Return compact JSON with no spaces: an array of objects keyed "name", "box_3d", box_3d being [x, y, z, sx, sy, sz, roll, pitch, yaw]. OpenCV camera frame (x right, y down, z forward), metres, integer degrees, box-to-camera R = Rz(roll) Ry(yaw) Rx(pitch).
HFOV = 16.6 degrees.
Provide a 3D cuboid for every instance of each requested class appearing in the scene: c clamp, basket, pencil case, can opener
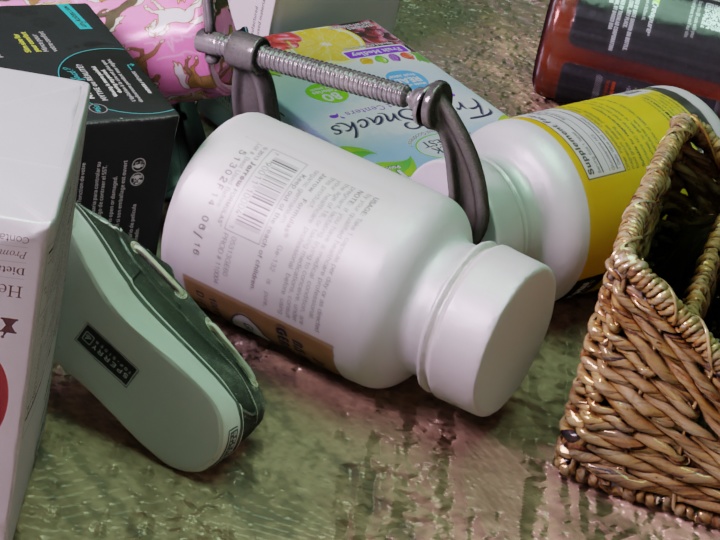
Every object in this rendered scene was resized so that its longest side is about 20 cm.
[{"name":"c clamp","box_3d":[-0.014,-0.089,1.390,0.199,0.171,0.027,22,44,25]},{"name":"basket","box_3d":[0.205,0.028,1.348,0.142,0.150,0.200,18,29,11]},{"name":"pencil case","box_3d":[-0.170,-0.134,1.491,0.199,0.083,0.087,-8,11,15]},{"name":"can opener","box_3d":[-0.119,-0.086,1.530,0.063,0.079,0.200,41,15,-37]}]

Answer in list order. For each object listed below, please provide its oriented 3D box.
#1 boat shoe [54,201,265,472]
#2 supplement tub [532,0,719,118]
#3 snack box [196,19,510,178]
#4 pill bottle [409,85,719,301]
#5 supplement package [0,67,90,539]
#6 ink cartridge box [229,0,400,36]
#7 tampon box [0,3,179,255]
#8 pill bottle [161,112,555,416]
[{"name":"boat shoe","box_3d":[-0.130,0.018,1.277,0.200,0.071,0.064,49,31,2]},{"name":"supplement tub","box_3d":[0.225,-0.148,1.706,0.199,0.107,0.107,16,29,5]},{"name":"snack box","box_3d":[0.009,-0.090,1.577,0.142,0.053,0.200,-14,39,-36]},{"name":"pill bottle","box_3d":[0.124,-0.042,1.475,0.199,0.113,0.112,-15,39,-38]},{"name":"supplement package","box_3d":[-0.238,0.014,1.152,0.190,0.201,0.147,9,30,-3]},{"name":"ink cartridge box","box_3d":[-0.088,-0.221,1.734,0.200,0.085,0.146,31,34,30]},{"name":"tampon box","box_3d":[-0.225,-0.058,1.358,0.199,0.127,0.150,-5,33,-27]},{"name":"pill bottle","box_3d":[0.000,0.000,1.354,0.199,0.115,0.114,25,32,22]}]
